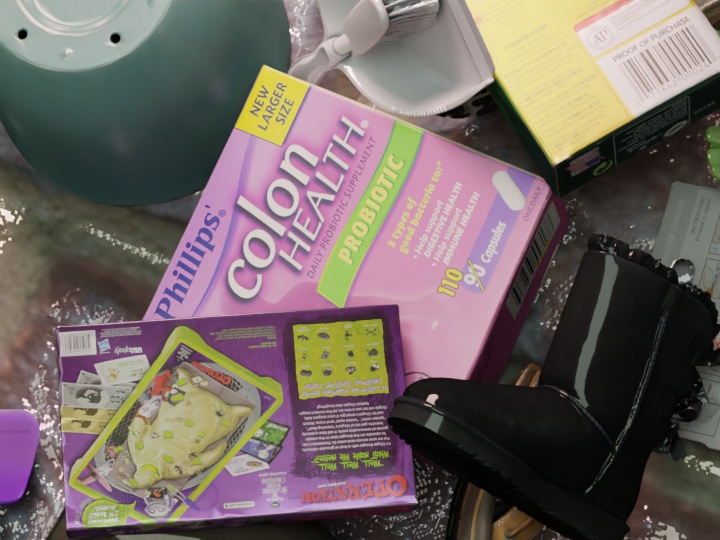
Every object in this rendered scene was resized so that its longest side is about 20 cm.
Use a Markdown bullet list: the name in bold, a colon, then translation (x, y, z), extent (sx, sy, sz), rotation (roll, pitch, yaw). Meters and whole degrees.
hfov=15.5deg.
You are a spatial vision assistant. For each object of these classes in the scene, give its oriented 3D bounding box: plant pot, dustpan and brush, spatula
- **plant pot**: translation (-0.155, -0.157, 1.641), extent (0.200, 0.161, 0.201), rotation (-2, 77, 8)
- **dustpan and brush**: translation (0.002, -0.144, 1.607), extent (0.057, 0.200, 0.140), rotation (-24, 87, -18)
- **spatula**: translation (-0.228, 0.184, 1.639), extent (0.056, 0.021, 0.201), rotation (-3, 79, 30)

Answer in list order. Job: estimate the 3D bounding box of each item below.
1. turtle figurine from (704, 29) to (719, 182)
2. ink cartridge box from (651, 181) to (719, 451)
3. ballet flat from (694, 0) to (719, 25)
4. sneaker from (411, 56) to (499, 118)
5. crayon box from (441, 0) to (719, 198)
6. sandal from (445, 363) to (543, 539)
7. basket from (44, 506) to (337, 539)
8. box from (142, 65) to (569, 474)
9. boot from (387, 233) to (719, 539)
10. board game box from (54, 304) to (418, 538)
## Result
- **turtle figurine**: translation (0.290, -0.117, 1.547), extent (0.193, 0.200, 0.144), rotation (-10, 100, 27)
- **ink cartridge box**: translation (0.263, 0.042, 1.592), extent (0.199, 0.050, 0.161), rotation (12, 78, 31)
- **ballet flat**: translation (0.195, -0.169, 1.634), extent (0.200, 0.067, 0.068), rotation (-40, 67, -3)
- **sneaker**: translation (0.100, -0.176, 1.658), extent (0.200, 0.077, 0.085), rotation (-44, 62, -10)
- **crayon box**: translation (0.120, -0.157, 1.572), extent (0.127, 0.051, 0.200), rotation (-28, 67, -4)
- **sandal**: translation (0.081, 0.155, 1.570), extent (0.054, 0.082, 0.201), rotation (17, 78, -4)
- **basket**: translation (-0.076, 0.194, 1.559), extent (0.200, 0.136, 0.181), rotation (33, 96, 11)
- **box**: translation (0.000, 0.000, 1.609), extent (0.199, 0.097, 0.176), rotation (23, 81, 15)
- **boot**: translation (0.117, 0.057, 1.515), extent (0.073, 0.198, 0.163), rotation (12, 74, 53)
- **board game box**: translation (-0.072, 0.085, 1.512), extent (0.199, 0.032, 0.120), rotation (-3, 70, -5)
